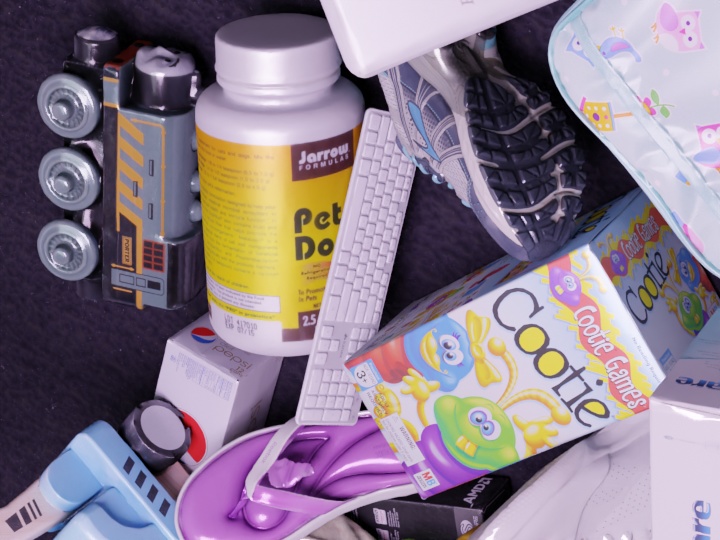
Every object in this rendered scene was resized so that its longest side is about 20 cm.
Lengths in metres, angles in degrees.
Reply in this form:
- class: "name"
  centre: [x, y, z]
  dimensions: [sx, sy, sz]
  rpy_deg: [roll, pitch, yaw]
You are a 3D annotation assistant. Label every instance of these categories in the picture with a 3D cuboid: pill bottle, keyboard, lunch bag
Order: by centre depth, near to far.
- class: "lunch bag"
  centre: [0.207, -0.095, 0.952]
  dimensions: [0.201, 0.077, 0.160]
  rpy_deg: [51, 128, 1]
- class: "keyboard"
  centre: [0.000, 0.000, 1.096]
  dimensions: [0.011, 0.056, 0.203]
  rpy_deg: [17, 98, 36]
- class: "pill bottle"
  centre: [-0.049, -0.056, 1.111]
  dimensions: [0.108, 0.109, 0.202]
  rpy_deg: [12, 118, 27]

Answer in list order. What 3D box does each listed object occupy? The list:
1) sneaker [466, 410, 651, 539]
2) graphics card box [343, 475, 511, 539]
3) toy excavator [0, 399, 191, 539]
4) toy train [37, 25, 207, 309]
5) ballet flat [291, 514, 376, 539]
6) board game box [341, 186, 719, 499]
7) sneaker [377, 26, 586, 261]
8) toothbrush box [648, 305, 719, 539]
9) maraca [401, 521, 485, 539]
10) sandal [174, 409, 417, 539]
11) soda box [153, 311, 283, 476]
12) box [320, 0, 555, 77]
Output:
- class: "sneaker"
  centre: [0.147, 0.143, 1.029]
  dimensions: [0.089, 0.199, 0.075]
  rpy_deg: [55, 162, 6]
- class: "graphics card box"
  centre: [0.017, 0.201, 1.227]
  dimensions: [0.198, 0.051, 0.127]
  rpy_deg: [2, 112, 32]
- class: "toy excavator"
  centre: [-0.200, 0.162, 1.162]
  dimensions: [0.195, 0.200, 0.100]
  rpy_deg: [48, 127, 4]
- class: "toy train"
  centre: [-0.158, -0.067, 1.197]
  dimensions: [0.113, 0.085, 0.202]
  rpy_deg: [11, 116, 13]
- class: "ballet flat"
  centre: [0.024, 0.227, 1.164]
  dimensions: [0.199, 0.062, 0.068]
  rpy_deg: [27, 124, 17]
- class: "board game box"
  centre: [0.107, 0.046, 1.064]
  dimensions: [0.199, 0.105, 0.104]
  rpy_deg: [-28, 96, 38]
- class: "sneaker"
  centre: [0.064, -0.083, 1.033]
  dimensions: [0.087, 0.077, 0.202]
  rpy_deg: [-56, 50, 48]
- class: "toothbrush box"
  centre: [0.228, 0.097, 0.952]
  dimensions: [0.084, 0.200, 0.148]
  rpy_deg: [8, 116, 28]
- class: "maraca"
  centre: [0.089, 0.208, 1.087]
  dimensions: [0.197, 0.137, 0.108]
  rpy_deg: [0, 116, 11]
- class: "sandal"
  centre: [-0.031, 0.128, 1.156]
  dimensions: [0.050, 0.201, 0.083]
  rpy_deg: [86, 163, -64]
- class: "soda box"
  centre: [-0.116, 0.130, 1.265]
  dimensions: [0.063, 0.068, 0.202]
  rpy_deg: [29, 124, 18]
- class: "box"
  centre: [0.037, -0.229, 0.890]
  dimensions: [0.170, 0.200, 0.201]
  rpy_deg: [-21, 102, 4]
